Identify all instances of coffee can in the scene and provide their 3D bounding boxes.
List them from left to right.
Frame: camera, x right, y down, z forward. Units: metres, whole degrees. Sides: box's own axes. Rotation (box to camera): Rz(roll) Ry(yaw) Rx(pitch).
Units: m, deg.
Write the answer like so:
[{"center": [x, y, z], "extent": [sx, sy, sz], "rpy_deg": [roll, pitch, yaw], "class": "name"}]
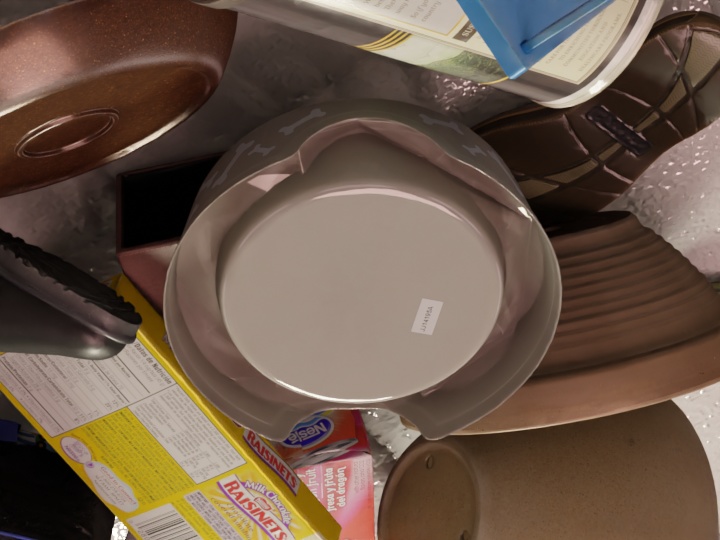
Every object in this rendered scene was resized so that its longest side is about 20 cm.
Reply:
[{"center": [0.028, -0.170, 1.256], "extent": [0.199, 0.147, 0.147], "rpy_deg": [14, 129, -29], "class": "coffee can"}]

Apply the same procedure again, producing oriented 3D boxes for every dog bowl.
[{"center": [0.000, 0.000, 1.360], "extent": [0.198, 0.059, 0.201], "rpy_deg": [-2, 130, -2], "class": "dog bowl"}]

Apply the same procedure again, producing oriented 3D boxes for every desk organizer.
[{"center": [-0.026, -0.022, 1.423], "extent": [0.198, 0.072, 0.077], "rpy_deg": [-12, 131, 5], "class": "desk organizer"}]

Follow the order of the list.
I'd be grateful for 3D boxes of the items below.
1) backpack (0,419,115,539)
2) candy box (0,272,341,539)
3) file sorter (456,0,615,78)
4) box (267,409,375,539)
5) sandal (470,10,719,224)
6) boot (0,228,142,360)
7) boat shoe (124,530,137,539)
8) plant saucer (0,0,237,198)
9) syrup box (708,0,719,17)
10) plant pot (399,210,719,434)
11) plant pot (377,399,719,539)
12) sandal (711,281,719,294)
[{"center": [-0.246, 0.164, 1.516], "extent": [0.198, 0.135, 0.183], "rpy_deg": [14, 130, -6], "class": "backpack"}, {"center": [-0.107, 0.094, 1.449], "extent": [0.102, 0.026, 0.200], "rpy_deg": [-24, 119, 29], "class": "candy box"}, {"center": [0.081, -0.214, 1.139], "extent": [0.139, 0.201, 0.122], "rpy_deg": [-38, -174, -38], "class": "file sorter"}, {"center": [-0.045, 0.142, 1.585], "extent": [0.095, 0.100, 0.201], "rpy_deg": [-10, 137, -8], "class": "box"}, {"center": [0.125, -0.087, 1.434], "extent": [0.082, 0.055, 0.200], "rpy_deg": [36, 132, -21], "class": "sandal"}, {"center": [-0.214, 0.078, 1.373], "extent": [0.066, 0.164, 0.201], "rpy_deg": [16, 100, -62], "class": "boot"}, {"center": [-0.123, 0.211, 1.558], "extent": [0.062, 0.201, 0.072], "rpy_deg": [18, 145, -3], "class": "boat shoe"}, {"center": [-0.147, -0.079, 1.301], "extent": [0.199, 0.035, 0.200], "rpy_deg": [-20, 170, -4], "class": "plant saucer"}, {"center": [0.293, -0.144, 1.417], "extent": [0.199, 0.082, 0.079], "rpy_deg": [-28, 137, 12], "class": "syrup box"}, {"center": [0.112, 0.022, 1.488], "extent": [0.199, 0.201, 0.094], "rpy_deg": [-11, 96, -7], "class": "plant pot"}, {"center": [0.089, 0.150, 1.550], "extent": [0.134, 0.201, 0.201], "rpy_deg": [12, 130, -38], "class": "plant pot"}, {"center": [0.267, 0.052, 1.626], "extent": [0.199, 0.058, 0.080], "rpy_deg": [3, 134, -20], "class": "sandal"}]
